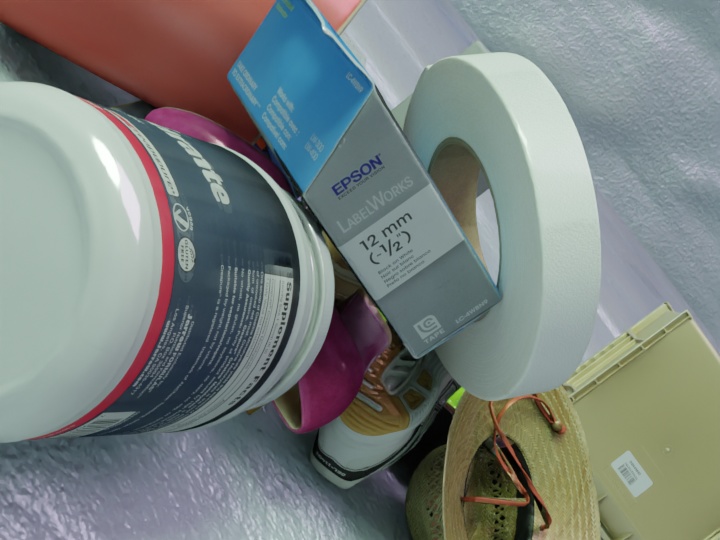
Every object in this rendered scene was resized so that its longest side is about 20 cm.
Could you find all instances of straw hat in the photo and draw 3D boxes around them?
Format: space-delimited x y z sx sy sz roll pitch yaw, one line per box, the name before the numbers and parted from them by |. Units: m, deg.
straw hat | 0.077 0.159 0.861 0.201 0.085 0.202 17 68 -49

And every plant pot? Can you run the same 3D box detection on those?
plant pot | -0.098 -0.182 0.808 0.177 0.201 0.201 38 19 -9

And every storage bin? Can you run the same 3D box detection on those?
storage bin | 0.291 0.171 1.276 0.200 0.198 0.094 54 -1 -2

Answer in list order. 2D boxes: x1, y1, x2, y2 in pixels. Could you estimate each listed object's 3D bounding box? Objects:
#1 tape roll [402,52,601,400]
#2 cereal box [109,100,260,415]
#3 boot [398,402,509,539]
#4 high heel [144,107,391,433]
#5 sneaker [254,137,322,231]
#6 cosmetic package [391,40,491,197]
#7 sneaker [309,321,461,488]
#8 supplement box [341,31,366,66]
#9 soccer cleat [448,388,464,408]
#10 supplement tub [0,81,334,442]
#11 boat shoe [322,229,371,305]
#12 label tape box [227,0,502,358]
tape roll | 0.074 -0.026 0.753 0.203 0.037 0.204 171 -90 -71
cereal box | -0.098 -0.017 0.823 0.200 0.039 0.144 54 17 -2
boot | 0.086 0.151 0.948 0.200 0.074 0.075 47 6 0
high heel | -0.070 -0.002 0.732 0.200 0.067 0.096 52 40 -6
sneaker | -0.072 -0.111 0.971 0.075 0.078 0.200 -47 122 -37
cosmetic package | 0.065 -0.102 1.162 0.090 0.200 0.107 60 18 20
sneaker | 0.028 0.069 0.852 0.076 0.088 0.200 39 37 15
supplement box | -0.063 -0.176 1.088 0.101 0.103 0.200 50 12 -10
soccer cleat | 0.065 0.097 1.028 0.200 0.068 0.081 43 -22 5
supplement tub | -0.107 0.003 0.575 0.141 0.140 0.200 59 17 16
boat shoe | 0.000 0.000 0.926 0.073 0.069 0.200 22 14 0
label tape box | -0.014 -0.067 0.697 0.200 0.066 0.143 53 2 -38
